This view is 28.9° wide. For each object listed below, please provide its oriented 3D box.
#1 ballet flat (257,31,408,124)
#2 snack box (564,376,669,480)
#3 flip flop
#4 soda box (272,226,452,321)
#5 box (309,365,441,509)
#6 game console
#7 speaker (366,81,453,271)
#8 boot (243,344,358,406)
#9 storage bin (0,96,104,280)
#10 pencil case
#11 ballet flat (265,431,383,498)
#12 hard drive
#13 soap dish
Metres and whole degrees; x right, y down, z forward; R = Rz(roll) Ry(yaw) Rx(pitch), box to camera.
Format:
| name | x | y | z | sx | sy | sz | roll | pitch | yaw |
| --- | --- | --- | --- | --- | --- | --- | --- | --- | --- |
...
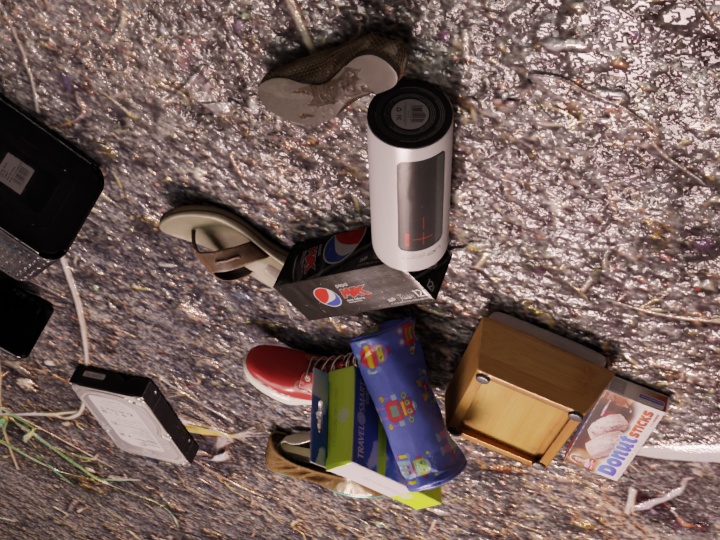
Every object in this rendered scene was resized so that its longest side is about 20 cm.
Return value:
| name | x | y | z | sx | sy | sz | roll | pitch | yaw |
| --- | --- | --- | --- | --- | --- | --- | --- | --- | --- |
| ballet flat | -0.024 | -0.179 | 1.275 | 0.067 | 0.047 | 0.199 | 40 | 151 | -25 |
| snack box | 0.296 | 0.186 | 1.628 | 0.071 | 0.024 | 0.200 | 20 | 149 | 5 |
| flip flop | -0.140 | -0.011 | 1.596 | 0.199 | 0.058 | 0.081 | 32 | 149 | -13 |
| soda box | 0.000 | 0.000 | 1.509 | 0.199 | 0.064 | 0.071 | -12 | 134 | 44 |
| box | 0.022 | 0.195 | 1.641 | 0.047 | 0.123 | 0.200 | -19 | 146 | 33 |
| game console | -0.541 | 0.058 | 1.931 | 0.199 | 0.117 | 0.176 | 31 | 149 | -10 |
| speaker | 0.047 | -0.085 | 1.328 | 0.081 | 0.082 | 0.201 | 17 | 148 | 12 |
| boot | -0.041 | 0.118 | 1.720 | 0.199 | 0.073 | 0.144 | 18 | 150 | -5 |
| storage bin | -0.407 | -0.099 | 1.569 | 0.199 | 0.136 | 0.094 | 36 | 148 | -19 |
| pencil case | 0.056 | 0.150 | 1.599 | 0.078 | 0.087 | 0.201 | -20 | 93 | 21 |
| ballet flat | -0.049 | 0.267 | 1.976 | 0.199 | 0.068 | 0.073 | 13 | 129 | 26 |
| hard drive | -0.344 | 0.224 | 2.129 | 0.139 | 0.038 | 0.201 | 9 | 147 | 25 |
| soap dish | 0.182 | 0.143 | 1.585 | 0.156 | 0.082 | 0.200 | 23 | 149 | 3 |
